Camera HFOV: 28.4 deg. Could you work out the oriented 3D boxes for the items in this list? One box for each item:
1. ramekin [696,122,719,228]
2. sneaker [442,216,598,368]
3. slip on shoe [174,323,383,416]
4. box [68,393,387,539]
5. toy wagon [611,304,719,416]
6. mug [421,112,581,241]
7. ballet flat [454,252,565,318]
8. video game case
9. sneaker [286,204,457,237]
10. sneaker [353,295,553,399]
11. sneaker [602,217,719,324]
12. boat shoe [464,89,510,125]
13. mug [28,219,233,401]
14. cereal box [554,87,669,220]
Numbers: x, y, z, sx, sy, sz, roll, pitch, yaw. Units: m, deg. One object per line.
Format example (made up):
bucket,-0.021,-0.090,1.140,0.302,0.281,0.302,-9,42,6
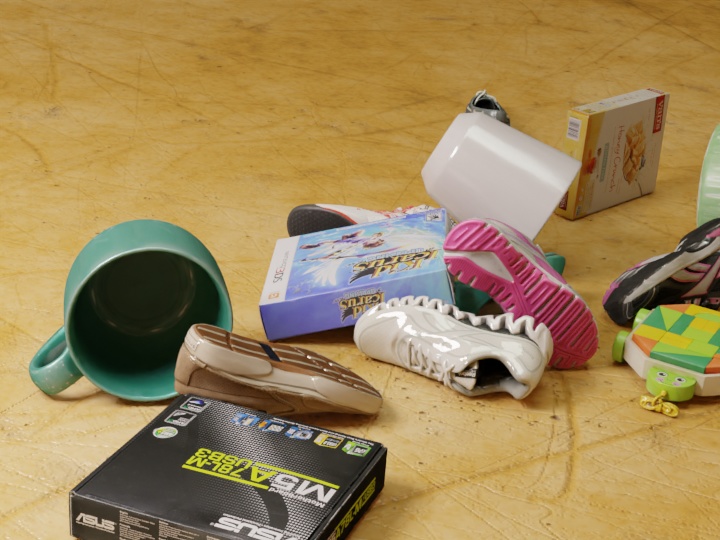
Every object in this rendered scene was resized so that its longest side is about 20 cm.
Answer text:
ramekin,0.473,-0.090,1.708,0.097,0.202,0.200,8,22,27
sneaker,0.169,0.012,1.445,0.200,0.081,0.088,47,19,-11
slip on shoe,-0.075,0.106,1.292,0.198,0.061,0.076,17,13,-29
box,-0.101,0.175,1.144,0.198,0.048,0.193,13,21,19
toy wagon,0.337,0.090,1.447,0.154,0.040,0.200,16,25,25
mug,0.147,-0.094,1.671,0.152,0.187,0.150,34,43,1
ballet flat,0.162,0.035,1.526,0.199,0.068,0.071,-15,53,-38
video game case,0.000,0.000,1.508,0.198,0.046,0.182,-11,23,7
sneaker,0.021,-0.043,1.663,0.199,0.068,0.108,12,20,13
sneaker,0.085,0.079,1.388,0.198,0.076,0.081,6,41,15
sneaker,0.365,0.016,1.584,0.199,0.087,0.080,-29,5,-19
boat shoe,0.198,-0.241,2.163,0.072,0.062,0.200,5,23,-1
mug,-0.215,0.030,1.323,0.183,0.154,0.115,0,21,-13
cereal box,0.337,-0.158,1.896,0.039,0.145,0.199,24,30,38
